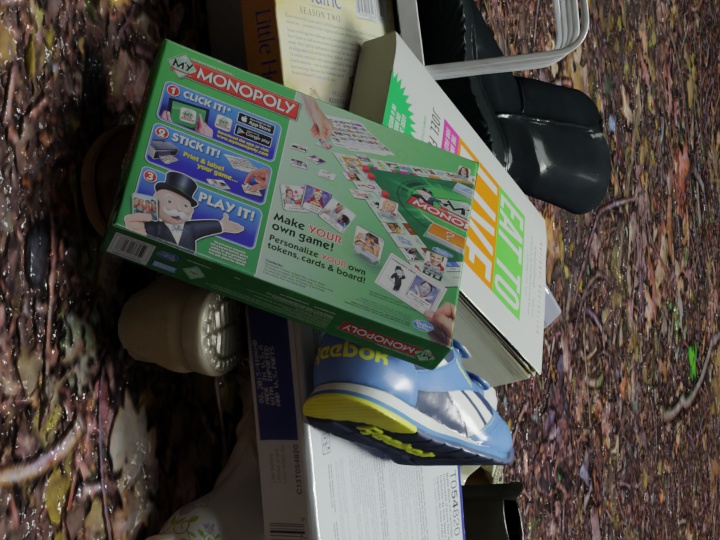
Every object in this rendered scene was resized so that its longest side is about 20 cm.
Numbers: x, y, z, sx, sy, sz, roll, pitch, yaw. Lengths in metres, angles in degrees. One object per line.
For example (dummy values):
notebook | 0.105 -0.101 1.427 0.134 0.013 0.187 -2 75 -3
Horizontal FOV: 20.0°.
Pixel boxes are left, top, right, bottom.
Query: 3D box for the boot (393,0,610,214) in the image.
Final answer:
boot | 0.110 -0.141 1.587 0.167 0.076 0.202 4 63 -51

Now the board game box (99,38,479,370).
board game box | -0.035 -0.037 1.140 0.029 0.199 0.135 126 -20 -51

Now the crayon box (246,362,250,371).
crayon box | -0.029 0.165 1.391 0.172 0.058 0.202 37 55 -66

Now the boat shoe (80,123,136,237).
boat shoe | -0.095 -0.059 1.212 0.200 0.070 0.071 -25 109 -68

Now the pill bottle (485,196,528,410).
pill bottle | 0.073 0.027 1.614 0.112 0.111 0.202 51 41 -59

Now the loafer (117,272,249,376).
loafer | -0.090 0.021 1.222 0.200 0.068 0.076 -4 101 -78

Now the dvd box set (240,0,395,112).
dvd box set | -0.019 -0.102 1.260 0.146 0.029 0.202 1 81 -60

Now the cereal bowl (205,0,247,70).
cereal bowl | -0.030 -0.176 1.388 0.200 0.083 0.202 -1 90 -71

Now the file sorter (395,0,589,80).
file sorter | 0.082 -0.202 1.397 0.200 0.123 0.140 -77 160 -87

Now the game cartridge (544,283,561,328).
game cartridge | 0.064 -0.043 1.471 0.201 0.040 0.133 54 -11 -16

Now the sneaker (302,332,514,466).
sneaker | 0.038 0.070 1.211 0.200 0.073 0.083 35 55 -57

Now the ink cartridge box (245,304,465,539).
ink cartridge box | 0.000 0.104 1.255 0.200 0.040 0.202 -11 98 -62

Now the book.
book | 0.053 -0.036 1.294 0.200 0.048 0.134 46 41 -40

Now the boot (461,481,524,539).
boot | 0.066 0.246 1.536 0.078 0.137 0.201 -61 145 -55

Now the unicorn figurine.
unicorn figurine | -0.070 0.150 1.246 0.200 0.073 0.138 -46 120 -55

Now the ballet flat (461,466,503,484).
ballet flat | 0.084 0.190 1.684 0.075 0.067 0.201 105 -3 -61
